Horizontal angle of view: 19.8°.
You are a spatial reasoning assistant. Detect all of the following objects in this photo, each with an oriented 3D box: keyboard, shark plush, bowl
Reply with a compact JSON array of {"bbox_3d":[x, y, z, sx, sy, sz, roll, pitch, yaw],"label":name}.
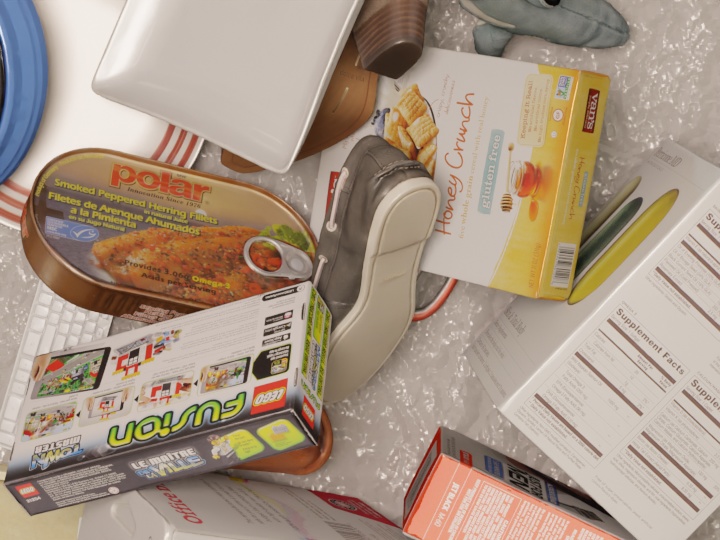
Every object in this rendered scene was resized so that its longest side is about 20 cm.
[{"bbox_3d":[-0.198,0.032,1.412,0.056,0.011,0.200,17,95,0],"label":"keyboard"},{"bbox_3d":[0.103,-0.190,1.305,0.083,0.200,0.091,29,84,31],"label":"shark plush"},{"bbox_3d":[-0.301,-0.135,1.351,0.200,0.039,0.201,6,106,22],"label":"bowl"}]

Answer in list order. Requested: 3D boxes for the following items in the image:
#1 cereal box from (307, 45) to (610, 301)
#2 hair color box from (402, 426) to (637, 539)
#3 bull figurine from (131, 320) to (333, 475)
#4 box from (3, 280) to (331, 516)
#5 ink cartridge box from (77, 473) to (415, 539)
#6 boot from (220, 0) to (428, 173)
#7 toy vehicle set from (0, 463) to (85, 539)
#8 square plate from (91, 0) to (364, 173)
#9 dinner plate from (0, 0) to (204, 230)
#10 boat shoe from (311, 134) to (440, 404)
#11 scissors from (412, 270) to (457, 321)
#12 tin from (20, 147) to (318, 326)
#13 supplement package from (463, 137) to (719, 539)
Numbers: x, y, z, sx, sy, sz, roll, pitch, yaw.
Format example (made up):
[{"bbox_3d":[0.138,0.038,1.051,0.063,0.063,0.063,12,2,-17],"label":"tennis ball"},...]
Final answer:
[{"bbox_3d":[0.058,-0.069,1.324,0.200,0.040,0.144,13,96,40],"label":"cereal box"},{"bbox_3d":[0.130,0.178,1.363,0.200,0.111,0.064,27,95,-1],"label":"hair color box"},{"bbox_3d":[-0.117,0.086,1.386,0.200,0.065,0.122,3,91,0],"label":"bull figurine"},{"bbox_3d":[-0.118,0.079,1.274,0.200,0.110,0.035,-15,131,20],"label":"box"},{"bbox_3d":[-0.065,0.189,1.315,0.200,0.148,0.086,11,98,-27],"label":"ink cartridge box"},{"bbox_3d":[-0.024,-0.168,1.345,0.200,0.070,0.146,-30,54,33],"label":"boot"},{"bbox_3d":[-0.167,0.207,1.417,0.200,0.027,0.124,8,95,1],"label":"toy vehicle set"},{"bbox_3d":[-0.067,-0.176,1.312,0.198,0.028,0.200,25,92,40],"label":"square plate"},{"bbox_3d":[-0.197,-0.122,1.389,0.200,0.024,0.200,0,91,3],"label":"dinner plate"},{"bbox_3d":[0.000,0.000,1.311,0.067,0.200,0.057,-14,51,-33],"label":"boat shoe"},{"bbox_3d":[0.001,0.052,1.405,0.073,0.014,0.200,28,95,0],"label":"scissors"},{"bbox_3d":[-0.122,-0.016,1.336,0.200,0.042,0.112,14,54,-21],"label":"tin"},{"bbox_3d":[0.195,0.046,1.319,0.151,0.152,0.200,43,95,-12],"label":"supplement package"}]
